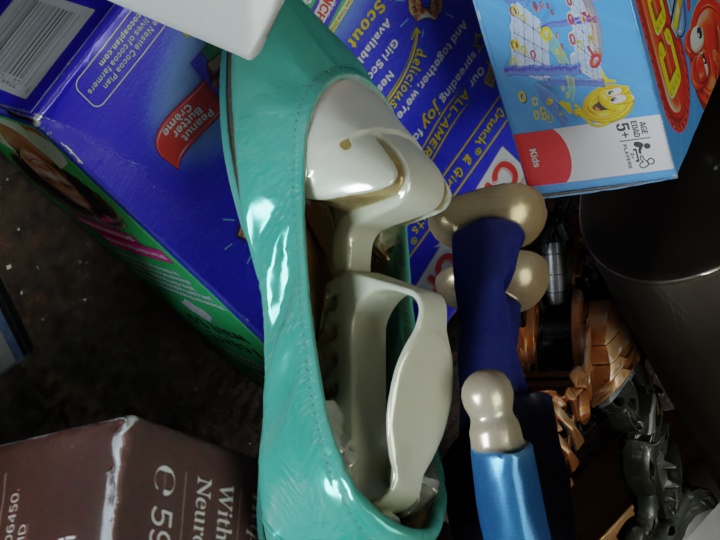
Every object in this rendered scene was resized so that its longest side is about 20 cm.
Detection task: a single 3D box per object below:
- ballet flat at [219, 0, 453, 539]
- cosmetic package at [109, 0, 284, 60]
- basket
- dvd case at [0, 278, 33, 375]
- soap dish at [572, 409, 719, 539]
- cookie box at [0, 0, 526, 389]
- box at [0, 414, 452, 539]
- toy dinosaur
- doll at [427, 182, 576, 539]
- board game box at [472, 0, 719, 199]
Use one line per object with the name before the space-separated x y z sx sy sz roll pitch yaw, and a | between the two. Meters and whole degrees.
ballet flat | 0.000 0.000 0.709 0.067 0.070 0.202 9 73 -51
cosmetic package | -0.107 -0.144 0.639 0.198 0.113 0.082 20 106 -18
basket | 0.184 0.015 0.864 0.180 0.136 0.200 -37 127 10
dvd case | -0.215 0.025 0.729 0.199 0.017 0.144 -36 124 -22
soap dish | 0.139 0.175 1.023 0.157 0.081 0.201 -44 127 -19
cookie box | -0.025 -0.065 0.810 0.172 0.075 0.200 -54 129 -12
box | -0.067 0.162 0.766 0.199 0.163 0.168 23 63 -41
toy dinosaur | 0.078 0.048 0.889 0.200 0.101 0.137 -39 129 -47
doll | 0.050 0.069 0.728 0.048 0.201 0.137 -7 145 3
board game box | 0.085 -0.162 0.795 0.196 0.055 0.201 -59 137 -53
